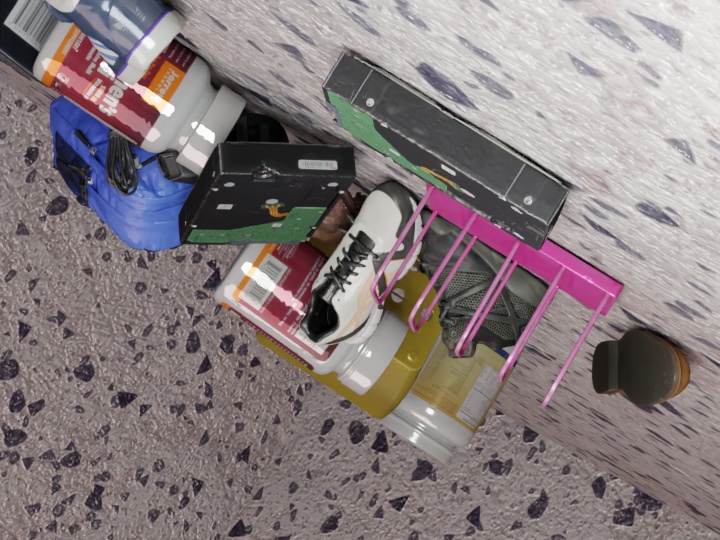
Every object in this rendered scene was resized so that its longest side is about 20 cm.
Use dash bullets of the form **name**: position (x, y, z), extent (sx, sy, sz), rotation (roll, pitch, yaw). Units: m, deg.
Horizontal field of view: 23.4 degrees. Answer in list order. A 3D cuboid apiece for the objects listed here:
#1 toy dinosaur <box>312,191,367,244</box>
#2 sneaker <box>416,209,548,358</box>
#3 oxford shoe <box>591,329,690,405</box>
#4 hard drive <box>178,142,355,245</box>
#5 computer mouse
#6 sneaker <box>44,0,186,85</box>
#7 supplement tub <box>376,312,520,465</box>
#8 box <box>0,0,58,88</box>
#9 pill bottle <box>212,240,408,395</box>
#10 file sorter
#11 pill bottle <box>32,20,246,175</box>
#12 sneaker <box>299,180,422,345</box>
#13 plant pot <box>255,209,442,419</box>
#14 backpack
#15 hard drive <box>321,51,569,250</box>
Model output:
- **toy dinosaur**: position (-0.032, -0.072, 1.886), extent (0.200, 0.086, 0.135), rotation (39, 173, -24)
- **sneaker**: position (0.090, 0.016, 1.798), extent (0.199, 0.115, 0.076), rotation (35, 174, -2)
- **oxford shoe**: position (0.289, 0.095, 1.700), extent (0.070, 0.072, 0.200), rotation (5, 179, -9)
- **hard drive**: position (-0.098, -0.075, 1.750), extent (0.138, 0.038, 0.200), rotation (0, 160, -17)
- **computer mouse**: position (-0.179, -0.155, 1.838), extent (0.198, 0.142, 0.046), rotation (-8, 174, -16)
- **sneaker**: position (-0.232, -0.242, 1.549), extent (0.146, 0.081, 0.200), rotation (42, 177, -10)
- **supplement tub**: position (0.124, 0.161, 2.485), extent (0.144, 0.201, 0.144), rotation (32, 176, 3)
- **box**: position (-0.396, -0.297, 1.811), extent (0.199, 0.108, 0.148), rotation (28, 174, 33)
- **pill bottle**: position (-0.053, 0.041, 1.914), extent (0.199, 0.115, 0.114), rotation (36, 175, -6)
- **file sorter**: position (0.120, 0.024, 1.596), extent (0.199, 0.126, 0.139), rotation (32, 176, 8)
- **pill bottle**: position (-0.220, -0.188, 1.751), extent (0.199, 0.110, 0.110), rotation (33, 175, -8)
- **sneaker**: position (0.000, 0.000, 1.776), extent (0.074, 0.201, 0.080), rotation (39, -147, 29)
- **plant pot**: position (0.019, 0.042, 2.125), extent (0.199, 0.201, 0.176), rotation (33, 164, -10)
- **backpack**: position (-0.239, -0.129, 1.915), extent (0.200, 0.161, 0.169), rotation (50, 154, 29)
- **hard drive**: position (0.065, -0.090, 1.336), extent (0.199, 0.038, 0.140), rotation (31, 175, 7)
